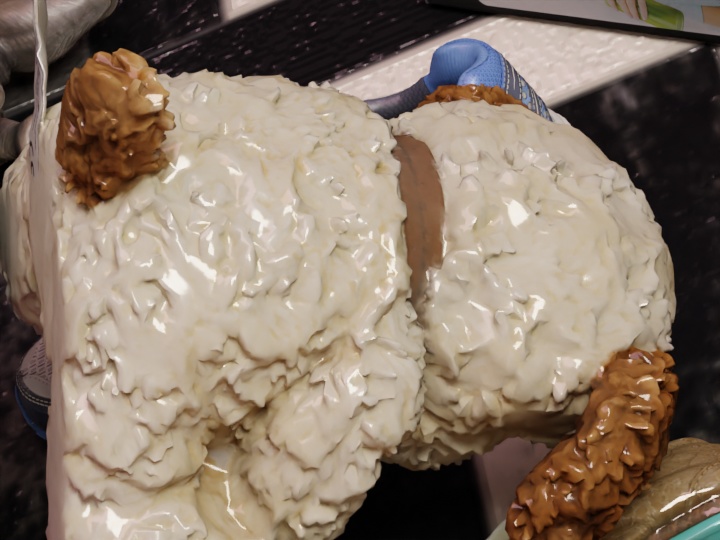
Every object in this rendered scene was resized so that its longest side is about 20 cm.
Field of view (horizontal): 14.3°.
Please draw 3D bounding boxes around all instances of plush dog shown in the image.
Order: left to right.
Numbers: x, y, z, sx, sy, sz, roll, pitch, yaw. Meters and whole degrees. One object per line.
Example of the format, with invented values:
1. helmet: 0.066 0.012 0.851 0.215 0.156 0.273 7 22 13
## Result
1. plush dog: 0.000 0.000 0.766 0.171 0.161 0.201 -2 46 -15

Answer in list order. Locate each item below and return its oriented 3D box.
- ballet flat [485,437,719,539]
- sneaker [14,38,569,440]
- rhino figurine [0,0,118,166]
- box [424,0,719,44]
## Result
1. ballet flat: 0.029 0.104 0.786 0.199 0.068 0.072 -33 26 0
2. sneaker: -0.028 -0.014 0.909 0.199 0.085 0.077 -28 42 4
3. rhino figurine: -0.151 -0.053 1.034 0.087 0.060 0.200 2 48 45
4. box: 0.115 -0.139 0.961 0.199 0.060 0.117 11 57 36
